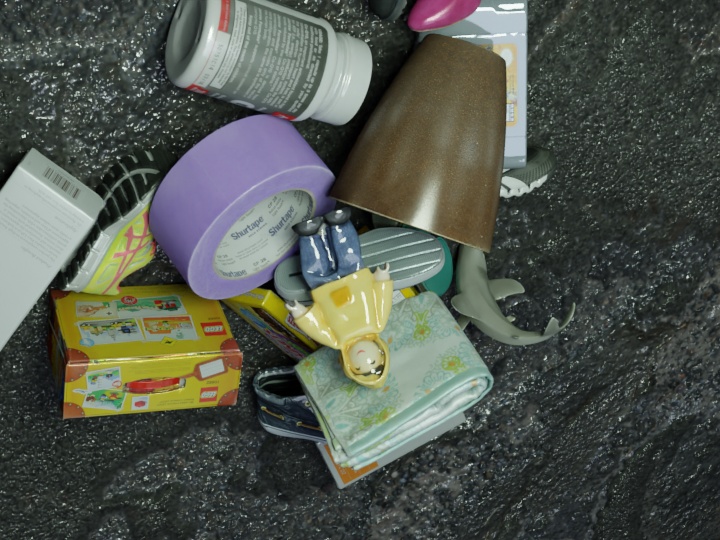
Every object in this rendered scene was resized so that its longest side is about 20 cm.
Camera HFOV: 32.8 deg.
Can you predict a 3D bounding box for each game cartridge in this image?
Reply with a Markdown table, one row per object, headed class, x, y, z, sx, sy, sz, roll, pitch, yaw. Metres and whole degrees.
| class | x | y | z | sx | sy | sz | roll | pitch | yaw |
| --- | --- | --- | --- | --- | --- | --- | --- | --- | --- |
| game cartridge | 0.125 | -0.212 | 1.397 | 0.131 | 0.042 | 0.203 | -5 | 110 | -4 |

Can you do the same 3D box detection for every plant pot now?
| class | x | y | z | sx | sy | sz | roll | pitch | yaw |
| --- | --- | --- | --- | --- | --- | --- | --- | --- | --- |
| plant pot | 0.084 | -0.144 | 1.322 | 0.185 | 0.186 | 0.202 | 18 | 93 | -32 |

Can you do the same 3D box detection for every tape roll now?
| class | x | y | z | sx | sy | sz | roll | pitch | yaw |
| --- | --- | --- | --- | --- | --- | --- | --- | --- | --- |
| tape roll | -0.127 | -0.068 | 1.345 | 0.199 | 0.085 | 0.201 | -32 | 156 | -16 |

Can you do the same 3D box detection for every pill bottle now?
| class | x | y | z | sx | sy | sz | roll | pitch | yaw |
| --- | --- | --- | --- | --- | --- | --- | --- | --- | --- |
| pill bottle | -0.095 | -0.224 | 1.288 | 0.198 | 0.114 | 0.115 | 14 | 116 | -30 |

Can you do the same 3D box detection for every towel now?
| class | x | y | z | sx | sy | sz | roll | pitch | yaw |
| --- | --- | --- | --- | --- | --- | --- | --- | --- | --- |
| towel | 0.033 | 0.120 | 1.396 | 0.198 | 0.172 | 0.048 | -28 | 133 | -3 |

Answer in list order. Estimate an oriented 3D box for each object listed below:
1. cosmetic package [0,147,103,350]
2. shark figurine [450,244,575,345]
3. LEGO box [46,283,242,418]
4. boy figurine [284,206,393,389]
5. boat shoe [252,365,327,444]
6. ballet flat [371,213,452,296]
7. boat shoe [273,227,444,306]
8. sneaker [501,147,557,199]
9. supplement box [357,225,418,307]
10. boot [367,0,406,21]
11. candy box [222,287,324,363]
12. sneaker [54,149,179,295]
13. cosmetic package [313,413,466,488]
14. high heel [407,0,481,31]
| class | x | y | z | sx | sy | sz | roll | pitch | yaw |
| --- | --- | --- | --- | --- | --- | --- | --- | --- | --- |
| cosmetic package | -0.374 | -0.018 | 1.315 | 0.101 | 0.074 | 0.200 | 37 | 105 | -15 |
| shark figurine | 0.159 | 0.050 | 1.507 | 0.089 | 0.214 | 0.129 | 12 | 111 | -42 |
| LEGO box | -0.251 | 0.088 | 1.406 | 0.197 | 0.149 | 0.078 | -2 | 123 | -22 |
| boy figurine | -0.020 | 0.037 | 1.337 | 0.123 | 0.064 | 0.203 | -15 | 91 | -5 |
| boat shoe | -0.041 | 0.175 | 1.553 | 0.197 | 0.071 | 0.091 | 4 | 142 | 10 |
| ballet flat | 0.064 | -0.036 | 1.513 | 0.068 | 0.063 | 0.200 | -52 | 149 | -13 |
| boat shoe | 0.000 | 0.000 | 1.411 | 0.197 | 0.074 | 0.067 | -7 | 155 | 4 |
| sneaker | 0.151 | -0.135 | 1.484 | 0.197 | 0.067 | 0.091 | -10 | 128 | -14 |
| supplement box | 0.030 | 0.063 | 1.537 | 0.108 | 0.110 | 0.200 | -36 | 129 | 3 |
| boot | -0.036 | -0.351 | 1.258 | 0.198 | 0.066 | 0.167 | 1 | 113 | -28 |
| candy box | -0.085 | 0.079 | 1.506 | 0.200 | 0.102 | 0.027 | 43 | 70 | -37 |
| sneaker | -0.256 | -0.051 | 1.367 | 0.090 | 0.079 | 0.200 | 25 | 115 | -42 |
| cosmetic package | 0.032 | 0.198 | 1.652 | 0.198 | 0.071 | 0.102 | -28 | 128 | -4 |
| high heel | 0.119 | -0.342 | 1.313 | 0.199 | 0.067 | 0.096 | -37 | 139 | -13 |
